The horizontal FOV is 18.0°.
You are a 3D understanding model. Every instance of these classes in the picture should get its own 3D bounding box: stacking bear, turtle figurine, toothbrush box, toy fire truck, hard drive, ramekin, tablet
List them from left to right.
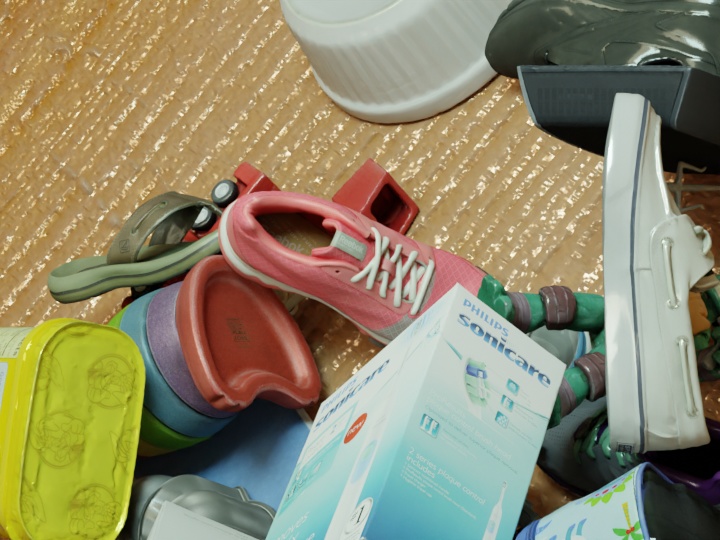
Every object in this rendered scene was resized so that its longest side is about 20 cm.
[{"bbox_3d":[-0.146,0.083,1.562,0.199,0.121,0.114,-32,71,31],"label":"stacking bear"},{"bbox_3d":[-0.077,0.150,1.546,0.130,0.014,0.200,-43,43,3],"label":"tablet"},{"bbox_3d":[-0.067,-0.007,1.626,0.200,0.049,0.141,-49,44,-4],"label":"toy fire truck"},{"bbox_3d":[0.021,0.128,1.252,0.146,0.085,0.201,-43,16,43],"label":"toothbrush box"},{"bbox_3d":[0.029,-0.216,1.674,0.201,0.094,0.204,-20,49,25],"label":"ramekin"},{"bbox_3d":[0.176,0.025,1.370,0.199,0.101,0.150,-18,48,-21],"label":"turtle figurine"},{"bbox_3d":[0.197,-0.090,1.395,0.134,0.199,0.043,5,86,37],"label":"hard drive"}]

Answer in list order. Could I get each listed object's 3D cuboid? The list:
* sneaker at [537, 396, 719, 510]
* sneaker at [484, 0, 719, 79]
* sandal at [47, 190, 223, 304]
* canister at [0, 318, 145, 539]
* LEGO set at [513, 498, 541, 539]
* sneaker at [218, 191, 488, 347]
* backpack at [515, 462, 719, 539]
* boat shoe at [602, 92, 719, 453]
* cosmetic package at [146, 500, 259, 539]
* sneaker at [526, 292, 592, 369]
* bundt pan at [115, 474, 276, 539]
[{"bbox_3d":[0.169,0.098,1.348,0.199,0.088,0.075,12,67,41],"label":"sneaker"},{"bbox_3d":[0.165,-0.144,1.532,0.199,0.076,0.091,-1,55,37],"label":"sneaker"},{"bbox_3d":[-0.145,-0.022,1.595,0.200,0.080,0.058,-13,95,30],"label":"sandal"},{"bbox_3d":[-0.237,0.107,1.520,0.199,0.086,0.150,-1,79,51],"label":"canister"},{"bbox_3d":[0.064,0.196,1.365,0.200,0.116,0.154,-47,18,0],"label":"LEGO set"},{"bbox_3d":[0.000,0.000,1.491,0.199,0.087,0.074,19,78,0],"label":"sneaker"},{"bbox_3d":[0.152,0.214,1.198,0.146,0.200,0.184,-27,48,18],"label":"backpack"},{"bbox_3d":[0.168,0.001,1.275,0.065,0.072,0.202,-1,80,6],"label":"boat shoe"},{"bbox_3d":[-0.111,0.255,1.361,0.085,0.107,0.201,-81,16,-74],"label":"cosmetic package"},{"bbox_3d":[0.049,0.066,1.462,0.199,0.087,0.075,-28,47,18],"label":"sneaker"},{"bbox_3d":[-0.140,0.220,1.484,0.201,0.076,0.203,-22,50,30],"label":"bundt pan"}]
